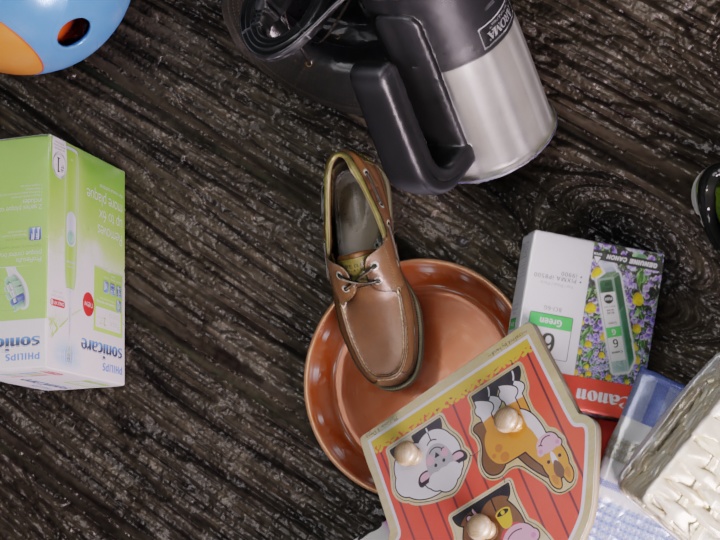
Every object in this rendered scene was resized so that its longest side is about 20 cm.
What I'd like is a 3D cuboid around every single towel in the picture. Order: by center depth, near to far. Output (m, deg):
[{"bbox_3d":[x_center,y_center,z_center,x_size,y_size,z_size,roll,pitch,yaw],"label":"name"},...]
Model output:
[{"bbox_3d":[0.245,0.192,1.247,0.146,0.024,0.201,21,89,4],"label":"towel"}]

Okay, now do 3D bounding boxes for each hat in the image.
[{"bbox_3d":[-0.014,-0.233,1.395,0.200,0.201,0.081,-3,36,18],"label":"hat"}]

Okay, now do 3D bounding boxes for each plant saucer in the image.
[{"bbox_3d":[0.051,0.091,1.349,0.199,0.032,0.201,-3,80,18],"label":"plant saucer"}]

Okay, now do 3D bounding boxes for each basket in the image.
[{"bbox_3d":[0.303,0.170,1.171,0.200,0.123,0.136,39,91,4],"label":"basket"}]

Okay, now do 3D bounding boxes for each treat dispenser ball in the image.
[{"bbox_3d":[-0.301,-0.275,1.444,0.200,0.201,0.202,-3,79,18],"label":"treat dispenser ball"}]

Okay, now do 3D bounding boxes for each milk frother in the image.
[{"bbox_3d":[0.028,-0.170,1.308,0.180,0.188,0.200,-41,39,-20],"label":"milk frother"}]

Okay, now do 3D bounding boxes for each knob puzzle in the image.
[{"bbox_3d":[0.094,0.164,1.218,0.219,0.030,0.221,-12,67,32],"label":"knob puzzle"}]

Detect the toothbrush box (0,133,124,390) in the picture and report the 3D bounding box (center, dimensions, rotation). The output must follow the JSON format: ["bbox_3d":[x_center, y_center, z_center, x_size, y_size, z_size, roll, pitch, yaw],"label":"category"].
[{"bbox_3d":[-0.273,-0.003,1.417,0.086,0.146,0.201,-3,79,18],"label":"toothbrush box"}]

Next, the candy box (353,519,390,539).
[{"bbox_3d":[0.038,0.268,1.279,0.200,0.061,0.137,-31,44,11],"label":"candy box"}]

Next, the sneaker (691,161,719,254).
[{"bbox_3d":[0.316,-0.006,1.244,0.074,0.087,0.200,-33,72,11],"label":"sneaker"}]

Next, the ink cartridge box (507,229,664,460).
[{"bbox_3d":[0.169,0.077,1.281,0.108,0.050,0.201,11,83,-4],"label":"ink cartridge box"}]

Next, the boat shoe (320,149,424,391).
[{"bbox_3d":[0.000,0.000,1.329,0.072,0.068,0.201,-18,75,14],"label":"boat shoe"}]
